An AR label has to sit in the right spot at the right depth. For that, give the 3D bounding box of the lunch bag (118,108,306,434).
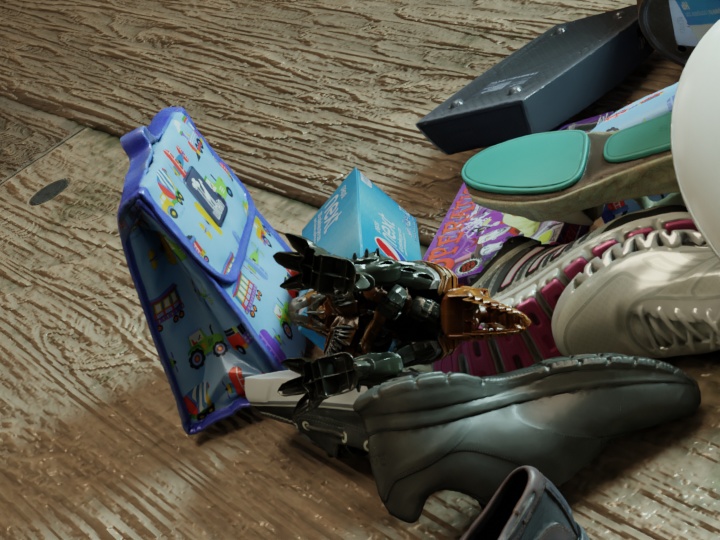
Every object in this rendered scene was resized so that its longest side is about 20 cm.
[{"bbox_3d":[-0.119,-0.014,1.381,0.093,0.201,0.151,-21,24,17],"label":"lunch bag"}]

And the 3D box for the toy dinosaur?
[{"bbox_3d":[0.020,0.021,1.170,0.135,0.103,0.199,-5,-17,-41],"label":"toy dinosaur"}]

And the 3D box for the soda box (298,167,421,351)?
[{"bbox_3d":[0.000,0.000,1.369,0.068,0.064,0.200,-47,14,15],"label":"soda box"}]

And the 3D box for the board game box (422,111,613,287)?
[{"bbox_3d":[0.117,-0.044,1.417,0.119,0.032,0.201,-19,25,31],"label":"board game box"}]

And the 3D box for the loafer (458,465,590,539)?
[{"bbox_3d":[0.037,0.181,0.999,0.200,0.063,0.072,-40,26,-25],"label":"loafer"}]

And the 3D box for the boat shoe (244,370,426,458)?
[{"bbox_3d":[-0.006,0.093,1.230,0.068,0.057,0.199,-5,4,-40],"label":"boat shoe"}]

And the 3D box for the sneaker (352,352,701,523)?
[{"bbox_3d":[0.098,0.096,1.099,0.198,0.092,0.076,-8,-5,-2],"label":"sneaker"}]

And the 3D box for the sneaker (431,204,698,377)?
[{"bbox_3d":[0.131,0.006,1.235,0.199,0.074,0.088,-29,29,12],"label":"sneaker"}]

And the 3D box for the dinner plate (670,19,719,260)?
[{"bbox_3d":[0.272,-0.070,1.091,0.199,0.201,0.024,-35,-5,-16],"label":"dinner plate"}]

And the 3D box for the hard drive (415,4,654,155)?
[{"bbox_3d":[0.150,-0.154,1.548,0.134,0.043,0.200,-9,22,48],"label":"hard drive"}]

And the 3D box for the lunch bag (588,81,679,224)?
[{"bbox_3d":[0.236,-0.103,1.343,0.149,0.095,0.200,-23,14,19],"label":"lunch bag"}]

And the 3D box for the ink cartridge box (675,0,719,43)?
[{"bbox_3d":[0.297,-0.142,1.181,0.144,0.201,0.084,-34,12,-13],"label":"ink cartridge box"}]

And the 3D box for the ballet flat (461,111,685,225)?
[{"bbox_3d":[0.158,-0.056,1.227,0.198,0.063,0.068,-10,38,31],"label":"ballet flat"}]

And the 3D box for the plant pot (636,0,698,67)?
[{"bbox_3d":[0.289,-0.258,1.499,0.186,0.187,0.201,-8,44,40],"label":"plant pot"}]

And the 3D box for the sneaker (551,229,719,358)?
[{"bbox_3d":[0.205,0.017,1.142,0.198,0.075,0.081,-20,33,21],"label":"sneaker"}]
